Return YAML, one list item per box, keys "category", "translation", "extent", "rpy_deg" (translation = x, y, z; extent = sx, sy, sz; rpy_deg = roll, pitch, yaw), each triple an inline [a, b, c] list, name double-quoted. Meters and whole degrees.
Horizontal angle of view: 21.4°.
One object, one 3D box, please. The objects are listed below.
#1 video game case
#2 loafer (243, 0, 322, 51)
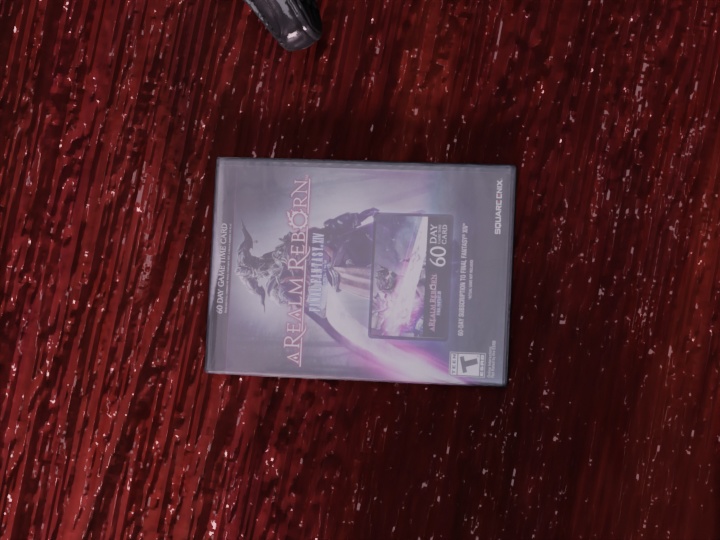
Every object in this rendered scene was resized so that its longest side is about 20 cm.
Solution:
- category: "video game case"
  translation: [0.000, 0.000, 1.241]
  extent: [0.198, 0.019, 0.144]
  rpy_deg: [2, 85, 8]
- category: "loafer"
  translation: [-0.098, -0.217, 1.254]
  extent: [0.070, 0.068, 0.201]
  rpy_deg: [-40, 75, 11]
